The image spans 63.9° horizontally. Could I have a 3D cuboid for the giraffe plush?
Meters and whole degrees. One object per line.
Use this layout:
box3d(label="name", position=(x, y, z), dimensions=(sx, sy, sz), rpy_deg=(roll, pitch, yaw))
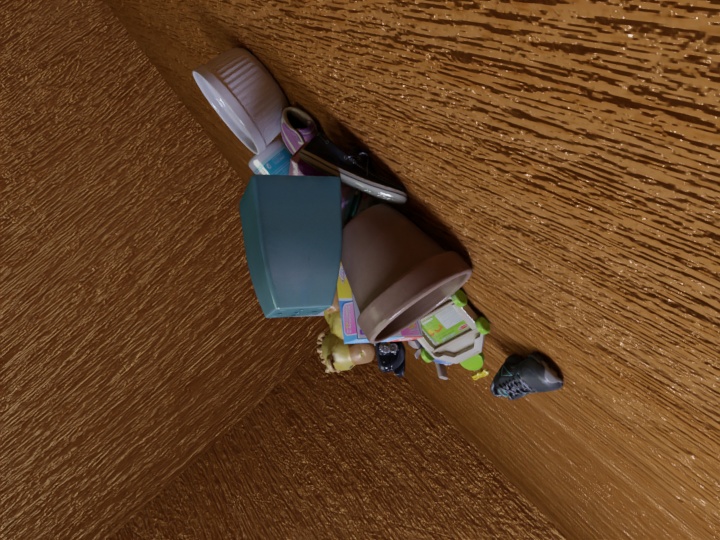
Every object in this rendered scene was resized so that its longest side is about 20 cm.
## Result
box3d(label="giraffe plush", position=(-0.027, 0.119, 1.132), dimensions=(0.199, 0.163, 0.172), rpy_deg=(-6, 167, 38))

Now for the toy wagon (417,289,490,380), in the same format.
box3d(label="toy wagon", position=(0.171, 0.123, 1.095), dimensions=(0.200, 0.040, 0.155), rpy_deg=(48, 129, -9))

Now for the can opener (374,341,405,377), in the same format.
box3d(label="can opener", position=(0.054, 0.122, 1.201), dimensions=(0.079, 0.063, 0.201), rpy_deg=(83, 179, -58))

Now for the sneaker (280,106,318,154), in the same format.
box3d(label="sneaker", position=(-0.085, -0.218, 1.085), dimensions=(0.201, 0.073, 0.114), rpy_deg=(48, 169, 4))

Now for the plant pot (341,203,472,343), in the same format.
box3d(label="plant pot", position=(0.052, -0.009, 0.931), dimensions=(0.175, 0.200, 0.200), rpy_deg=(56, 174, 15))

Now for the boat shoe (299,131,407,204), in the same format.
box3d(label="boat shoe", position=(-0.008, -0.167, 0.932), dimensions=(0.199, 0.062, 0.075), rpy_deg=(30, 180, 20))

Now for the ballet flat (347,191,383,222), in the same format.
box3d(label="ballet flat", position=(0.012, -0.111, 1.089), dimensions=(0.064, 0.076, 0.200), rpy_deg=(16, -179, -7))

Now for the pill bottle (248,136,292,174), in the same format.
box3d(label="pill bottle", position=(-0.171, -0.217, 1.406), dimensions=(0.200, 0.111, 0.111), rpy_deg=(51, 172, -10))

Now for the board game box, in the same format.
box3d(label="board game box", position=(0.029, 0.026, 1.032), dimensions=(0.040, 0.152, 0.201), rpy_deg=(-24, 68, 50))

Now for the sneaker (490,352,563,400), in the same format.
box3d(label="sneaker", position=(0.282, 0.193, 0.995), dimensions=(0.075, 0.079, 0.200), rpy_deg=(48, 171, 5))

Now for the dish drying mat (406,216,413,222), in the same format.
box3d(label="dish drying mat", position=(0.123, -0.022, 1.060), dimensions=(0.200, 0.018, 0.077), rpy_deg=(55, 170, -33))

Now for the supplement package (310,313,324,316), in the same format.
box3d(label="supplement package", position=(-0.071, -0.011, 1.267), dimensions=(0.200, 0.151, 0.151), rpy_deg=(119, 145, -54))

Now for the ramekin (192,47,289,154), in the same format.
box3d(label="ramekin", position=(-0.227, -0.342, 1.148), dimensions=(0.200, 0.105, 0.200), rpy_deg=(48, 171, 10))

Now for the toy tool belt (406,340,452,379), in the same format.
box3d(label="toy tool belt", position=(0.147, 0.123, 1.188), dimensions=(0.124, 0.123, 0.200), rpy_deg=(-9, 131, 39))

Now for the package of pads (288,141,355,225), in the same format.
box3d(label="package of pads", position=(-0.078, -0.125, 1.073), dimensions=(0.120, 0.076, 0.200), rpy_deg=(26, 138, 7))

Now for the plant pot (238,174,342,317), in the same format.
box3d(label="plant pot", position=(-0.108, -0.031, 0.920), dimensions=(0.141, 0.140, 0.201), rpy_deg=(148, 118, -67))
